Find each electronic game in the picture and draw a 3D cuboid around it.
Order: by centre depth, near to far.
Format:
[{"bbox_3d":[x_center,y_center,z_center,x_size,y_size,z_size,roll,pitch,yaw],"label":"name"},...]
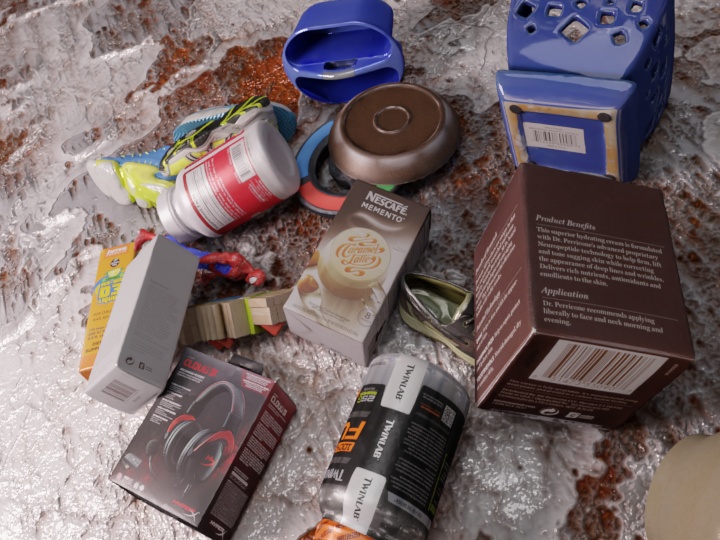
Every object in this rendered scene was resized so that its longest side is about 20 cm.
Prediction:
[{"bbox_3d":[-0.010,-0.160,1.110,0.194,0.042,0.204,-10,54,13],"label":"electronic game"}]

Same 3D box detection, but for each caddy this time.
[{"bbox_3d":[-0.023,-0.332,1.174,0.195,0.143,0.107,-1,50,20],"label":"caddy"}]

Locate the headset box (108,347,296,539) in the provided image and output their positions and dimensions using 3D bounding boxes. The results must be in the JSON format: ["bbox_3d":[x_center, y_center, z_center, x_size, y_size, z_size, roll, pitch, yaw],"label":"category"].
[{"bbox_3d":[-0.179,0.195,0.903,0.146,0.076,0.203,15,63,29],"label":"headset box"}]

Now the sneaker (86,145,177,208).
[{"bbox_3d":[-0.344,-0.157,1.223,0.196,0.077,0.106,21,53,23],"label":"sneaker"}]

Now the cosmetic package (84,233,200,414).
[{"bbox_3d":[-0.275,0.067,0.969,0.101,0.073,0.204,-33,37,41],"label":"cosmetic package"}]

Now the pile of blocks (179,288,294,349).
[{"bbox_3d":[-0.162,0.068,1.007,0.195,0.082,0.064,-8,96,26],"label":"pile of blocks"}]

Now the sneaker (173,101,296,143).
[{"bbox_3d":[-0.197,-0.236,1.212,0.194,0.078,0.081,-5,29,4],"label":"sneaker"}]

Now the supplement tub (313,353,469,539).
[{"bbox_3d":[0.032,0.202,0.790,0.120,0.123,0.203,10,60,26],"label":"supplement tub"}]

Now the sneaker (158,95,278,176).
[{"bbox_3d":[-0.212,-0.185,1.144,0.196,0.077,0.076,-26,29,5],"label":"sneaker"}]

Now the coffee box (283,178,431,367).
[{"bbox_3d":[0.000,0.000,0.957,0.112,0.080,0.203,21,65,14],"label":"coffee box"}]

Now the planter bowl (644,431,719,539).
[{"bbox_3d":[0.331,0.218,0.641,0.201,0.201,0.134,-46,27,-15],"label":"planter bowl"}]

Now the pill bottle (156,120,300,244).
[{"bbox_3d":[-0.193,-0.120,1.095,0.197,0.112,0.114,-27,49,18],"label":"pill bottle"}]

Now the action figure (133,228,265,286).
[{"bbox_3d":[-0.222,-0.012,1.067,0.195,0.066,0.053,12,72,17],"label":"action figure"}]

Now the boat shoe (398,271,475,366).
[{"bbox_3d":[0.125,0.058,0.890,0.198,0.067,0.072,24,63,31],"label":"boat shoe"}]

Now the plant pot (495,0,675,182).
[{"bbox_3d":[0.278,-0.233,0.960,0.196,0.201,0.183,13,67,27],"label":"plant pot"}]

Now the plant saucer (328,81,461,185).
[{"bbox_3d":[0.047,-0.207,1.088,0.194,0.032,0.204,-5,52,6],"label":"plant saucer"}]

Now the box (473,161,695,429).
[{"bbox_3d":[0.216,0.030,0.782,0.161,0.166,0.204,10,55,-6],"label":"box"}]

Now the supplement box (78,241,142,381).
[{"bbox_3d":[-0.338,0.062,1.062,0.065,0.069,0.204,-12,52,11],"label":"supplement box"}]
